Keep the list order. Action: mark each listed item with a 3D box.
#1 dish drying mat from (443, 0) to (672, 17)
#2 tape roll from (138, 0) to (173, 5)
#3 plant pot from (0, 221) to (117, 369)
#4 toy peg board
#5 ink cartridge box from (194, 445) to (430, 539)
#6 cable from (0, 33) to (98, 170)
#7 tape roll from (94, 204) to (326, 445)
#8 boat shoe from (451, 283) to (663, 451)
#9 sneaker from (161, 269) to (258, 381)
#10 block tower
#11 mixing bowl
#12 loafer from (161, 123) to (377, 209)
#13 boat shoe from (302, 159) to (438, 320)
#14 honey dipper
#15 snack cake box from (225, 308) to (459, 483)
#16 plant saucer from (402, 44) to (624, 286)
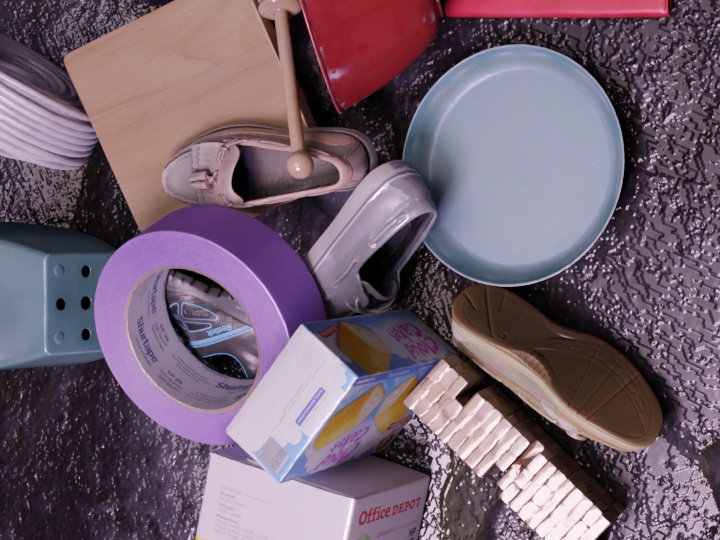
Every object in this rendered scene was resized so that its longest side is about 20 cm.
[{"bbox_3d":[0.162,-0.247,1.408,0.199,0.018,0.077,4,93,27],"label":"dish drying mat"},{"bbox_3d":[-0.183,-0.344,1.552,0.199,0.085,0.201,0,91,28],"label":"tape roll"},{"bbox_3d":[-0.314,0.025,1.574,0.200,0.141,0.142,1,92,42],"label":"plant pot"},{"bbox_3d":[-0.129,-0.146,1.537,0.200,0.098,0.200,-21,97,27],"label":"toy peg board"},{"bbox_3d":[-0.050,0.258,1.463,0.146,0.147,0.201,15,99,27],"label":"ink cartridge box"},{"bbox_3d":[-0.331,-0.167,1.572,0.069,0.200,0.200,-57,45,12],"label":"cable"},{"bbox_3d":[-0.130,0.048,1.471,0.200,0.066,0.201,12,118,23],"label":"tape roll"},{"bbox_3d":[0.158,0.087,1.400,0.200,0.073,0.063,32,149,20],"label":"boat shoe"},{"bbox_3d":[-0.153,0.037,1.554,0.200,0.073,0.082,21,106,28],"label":"sneaker"},{"bbox_3d":[0.130,0.156,1.406,0.200,0.054,0.058,45,108,13],"label":"block tower"},{"bbox_3d":[0.004,-0.241,1.412,0.108,0.200,0.201,-17,83,4],"label":"mixing bowl"},{"bbox_3d":[-0.087,-0.087,1.448,0.199,0.063,0.072,-4,105,23],"label":"loafer"},{"bbox_3d":[0.001,0.000,1.449,0.072,0.070,0.201,55,129,30],"label":"boat shoe"},{"bbox_3d":[-0.062,-0.169,1.419,0.038,0.038,0.201,-17,68,27],"label":"honey dipper"},{"bbox_3d":[-0.011,0.100,1.407,0.067,0.200,0.115,41,110,19],"label":"snack cake box"},{"bbox_3d":[0.129,-0.086,1.419,0.200,0.027,0.201,-2,86,29],"label":"plant saucer"}]
